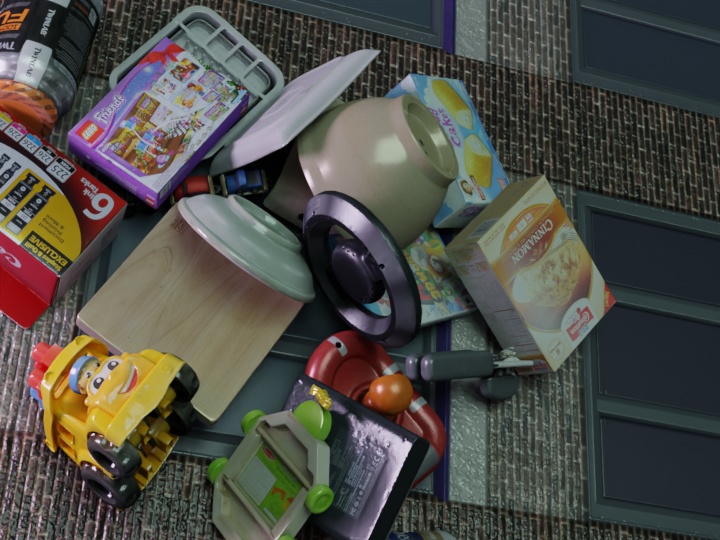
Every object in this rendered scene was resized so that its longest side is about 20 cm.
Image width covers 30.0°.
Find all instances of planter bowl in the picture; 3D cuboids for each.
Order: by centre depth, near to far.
[{"bbox_3d":[0.036,-0.129,1.636,0.200,0.134,0.202,45,27,-30],"label":"planter bowl"}]

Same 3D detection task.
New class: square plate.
[{"bbox_3d":[-0.089,-0.201,1.676,0.029,0.197,0.200,51,59,-15],"label":"square plate"}]

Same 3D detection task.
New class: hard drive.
[{"bbox_3d":[-0.028,0.213,1.490,0.033,0.199,0.141,28,87,-47],"label":"hard drive"}]

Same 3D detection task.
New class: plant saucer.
[{"bbox_3d":[-0.124,-0.040,1.604,0.199,0.200,0.050,38,97,2],"label":"plant saucer"}]

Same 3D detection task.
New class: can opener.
[{"bbox_3d":[0.138,0.125,1.644,0.198,0.052,0.068,6,83,-44],"label":"can opener"}]

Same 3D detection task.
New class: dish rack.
[{"bbox_3d":[-0.215,-0.238,1.756,0.171,0.044,0.200,41,58,3],"label":"dish rack"}]

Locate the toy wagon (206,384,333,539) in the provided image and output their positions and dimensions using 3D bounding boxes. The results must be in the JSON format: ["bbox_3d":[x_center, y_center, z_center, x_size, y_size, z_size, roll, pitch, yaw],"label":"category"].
[{"bbox_3d":[-0.086,0.220,1.487,0.039,0.201,0.155,30,9,-47],"label":"toy wagon"}]

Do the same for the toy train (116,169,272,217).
[{"bbox_3d":[-0.206,-0.100,1.663,0.197,0.046,0.035,-9,65,-10],"label":"toy train"}]

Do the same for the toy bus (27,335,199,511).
[{"bbox_3d":[-0.284,0.137,1.450,0.191,0.201,0.136,34,60,9],"label":"toy bus"}]

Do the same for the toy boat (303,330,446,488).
[{"bbox_3d":[0.022,0.157,1.584,0.130,0.131,0.201,-34,79,-31],"label":"toy boat"}]

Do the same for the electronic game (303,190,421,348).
[{"bbox_3d":[0.000,0.000,1.546,0.041,0.200,0.201,-33,78,-27],"label":"electronic game"}]

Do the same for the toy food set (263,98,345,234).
[{"bbox_3d":[-0.034,-0.132,1.766,0.142,0.060,0.202,30,58,-17],"label":"toy food set"}]

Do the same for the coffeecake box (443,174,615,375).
[{"bbox_3d":[0.220,0.007,1.726,0.153,0.073,0.201,-43,108,-32],"label":"coffeecake box"}]

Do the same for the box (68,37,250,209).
[{"bbox_3d":[-0.247,-0.185,1.661,0.136,0.039,0.201,33,58,8],"label":"box"}]

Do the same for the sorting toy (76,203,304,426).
[{"bbox_3d":[-0.202,0.060,1.589,0.198,0.070,0.201,37,57,1],"label":"sorting toy"}]

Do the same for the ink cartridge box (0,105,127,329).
[{"bbox_3d":[-0.406,-0.063,1.570,0.199,0.084,0.176,36,58,0],"label":"ink cartridge box"}]

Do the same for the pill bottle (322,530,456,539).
[{"bbox_3d":[0.054,0.350,1.506,0.197,0.111,0.112,1,63,-19],"label":"pill bottle"}]

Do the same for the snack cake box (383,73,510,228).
[{"bbox_3d":[0.118,-0.159,1.801,0.114,0.067,0.202,-1,62,-47],"label":"snack cake box"}]

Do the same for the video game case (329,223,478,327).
[{"bbox_3d":[0.054,0.006,1.702,0.199,0.018,0.144,-12,68,-47],"label":"video game case"}]

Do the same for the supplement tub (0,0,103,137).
[{"bbox_3d":[-0.398,-0.270,1.659,0.121,0.123,0.202,16,59,-11],"label":"supplement tub"}]
